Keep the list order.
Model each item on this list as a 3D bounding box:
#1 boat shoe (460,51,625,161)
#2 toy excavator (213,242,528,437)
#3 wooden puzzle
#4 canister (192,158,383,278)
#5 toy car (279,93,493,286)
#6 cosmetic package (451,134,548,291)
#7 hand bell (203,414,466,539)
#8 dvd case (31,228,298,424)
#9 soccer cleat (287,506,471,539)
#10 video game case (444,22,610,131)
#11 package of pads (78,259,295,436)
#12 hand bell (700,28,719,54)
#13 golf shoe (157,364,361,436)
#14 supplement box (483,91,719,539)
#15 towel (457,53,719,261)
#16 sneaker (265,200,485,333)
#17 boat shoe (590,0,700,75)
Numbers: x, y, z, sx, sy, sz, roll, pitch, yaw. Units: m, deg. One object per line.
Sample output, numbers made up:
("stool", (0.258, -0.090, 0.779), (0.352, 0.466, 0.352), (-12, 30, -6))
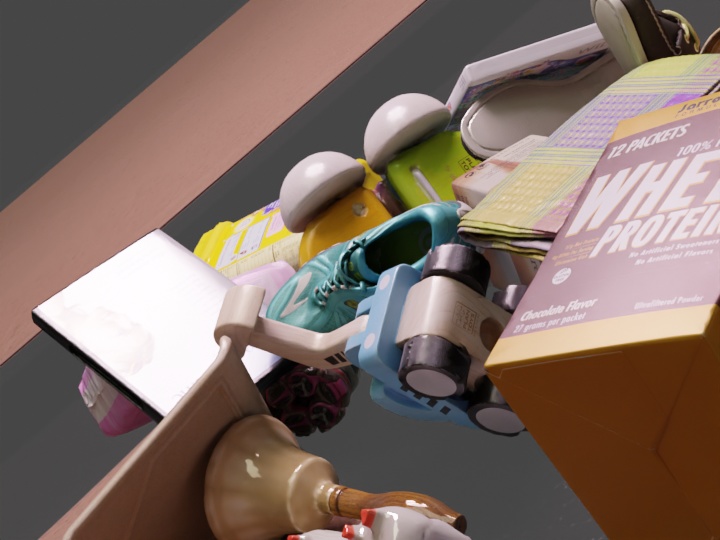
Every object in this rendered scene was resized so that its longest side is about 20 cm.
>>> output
("boat shoe", (0.165, -0.130, 1.216), (0.198, 0.074, 0.060), (-26, -16, -24))
("toy excavator", (0.013, 0.056, 1.049), (0.199, 0.193, 0.101), (-27, 40, 49))
("wooden puzzle", (-0.138, 0.165, 1.085), (0.037, 0.186, 0.201), (27, 68, 24))
("canister", (-0.070, -0.016, 1.428), (0.198, 0.087, 0.149), (-25, 27, 27))
("toy car", (0.039, -0.034, 1.236), (0.199, 0.176, 0.150), (-35, -16, -6))
("cosmetic package", (0.160, -0.030, 1.064), (0.087, 0.104, 0.200), (-30, 19, -16))
("hand bell", (-0.009, 0.166, 1.026), (0.198, 0.105, 0.104), (4, 46, 42))
("dvd case", (-0.155, 0.049, 1.186), (0.199, 0.018, 0.142), (33, 52, 29))
("soccer cleat", (0.001, 0.202, 0.956), (0.200, 0.077, 0.070), (-38, 41, 57))
("video game case", (0.138, -0.155, 1.271), (0.142, 0.018, 0.200), (-19, -11, -12))
("package of pads", (-0.145, 0.068, 1.278), (0.198, 0.076, 0.121), (-24, -10, -26))
("hand bell", (0.343, -0.183, 1.122), (0.103, 0.105, 0.200), (-17, 18, 41))
("golf shoe", (-0.083, 0.111, 1.240), (0.198, 0.073, 0.092), (-19, 22, 26))
("supplement box", (0.202, 0.041, 0.763), (0.132, 0.198, 0.201), (-13, 33, 45))
("towel", (0.162, -0.078, 0.973), (0.200, 0.023, 0.143), (-42, 20, -16))
("sneaker", (0.000, 0.000, 1.110), (0.199, 0.078, 0.079), (-32, -16, 24))
("boat shoe", (0.232, -0.165, 1.116), (0.060, 0.201, 0.072), (-34, 55, 5))
